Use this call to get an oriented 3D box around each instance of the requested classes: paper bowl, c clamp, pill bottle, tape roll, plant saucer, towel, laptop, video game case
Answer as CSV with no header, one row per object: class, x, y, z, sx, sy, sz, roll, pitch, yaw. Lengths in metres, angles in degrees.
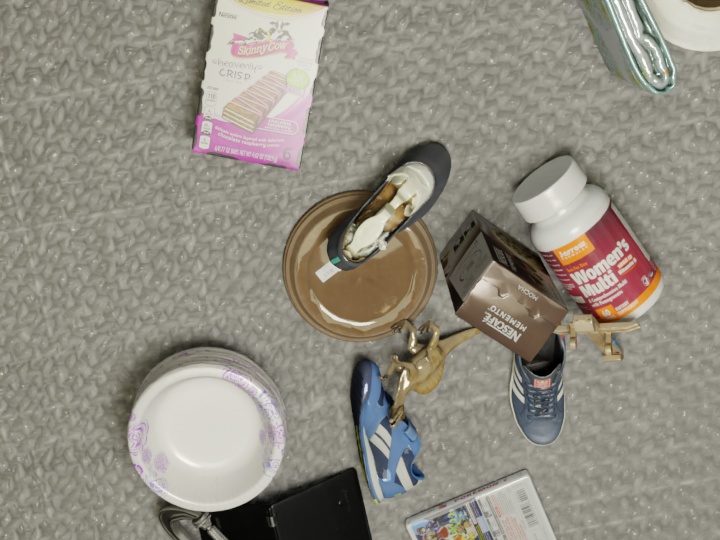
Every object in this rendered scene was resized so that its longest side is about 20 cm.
paper bowl,-0.193,0.195,1.736,0.198,0.105,0.203,-1,109,-3
c clamp,-0.173,0.369,1.773,0.200,0.170,0.027,45,57,-10
pill bottle,0.278,-0.034,1.675,0.109,0.110,0.201,-35,106,9
tape roll,0.402,-0.361,1.592,0.200,0.071,0.205,-1,109,-2
plant saucer,0.000,0.000,1.719,0.197,0.030,0.203,0,109,-1
towel,0.288,-0.302,1.554,0.048,0.171,0.202,-25,107,4
laptop,-0.098,0.373,1.849,0.198,0.116,0.189,-2,111,29
video game case,0.180,0.390,1.859,0.180,0.023,0.202,-23,109,5

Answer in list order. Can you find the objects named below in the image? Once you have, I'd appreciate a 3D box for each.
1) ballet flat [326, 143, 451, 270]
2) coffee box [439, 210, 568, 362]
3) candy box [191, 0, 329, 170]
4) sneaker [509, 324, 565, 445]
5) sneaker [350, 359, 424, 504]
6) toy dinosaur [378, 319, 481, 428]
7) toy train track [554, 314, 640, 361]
ballet flat,0.040,-0.076,1.648,0.200,0.073,0.073,-44,105,-4
coffee box,0.168,0.016,1.639,0.112,0.200,0.080,33,104,-12
candy box,-0.119,-0.231,1.620,0.135,0.061,0.202,9,107,-5
sneaker,0.229,0.142,1.744,0.074,0.085,0.202,-8,109,0
sneaker,0.034,0.203,1.768,0.081,0.074,0.202,-11,113,-4
toy dinosaur,0.085,0.107,1.734,0.200,0.058,0.102,-43,125,-17
toy train track,0.295,0.093,1.683,0.113,0.200,0.033,-3,74,21
